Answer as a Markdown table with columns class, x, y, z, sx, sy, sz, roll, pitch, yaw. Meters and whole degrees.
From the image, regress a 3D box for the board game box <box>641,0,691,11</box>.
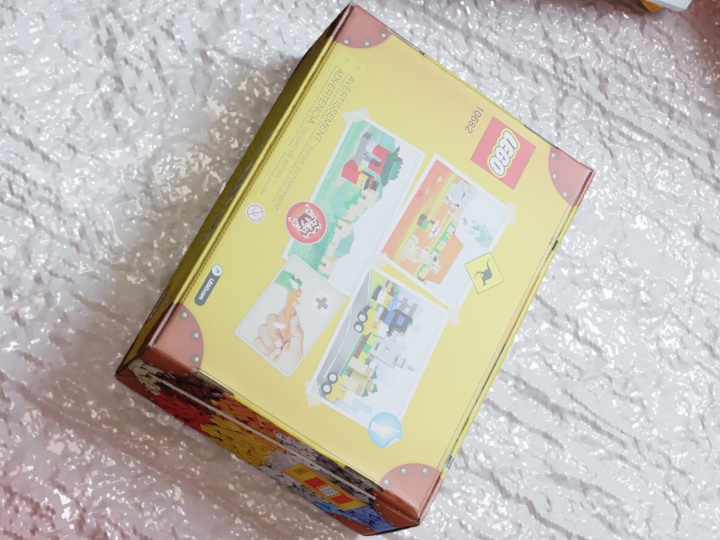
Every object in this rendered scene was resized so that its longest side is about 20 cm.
| class | x | y | z | sx | sy | sz | roll | pitch | yaw |
| --- | --- | --- | --- | --- | --- | --- | --- | --- | --- |
| board game box | 0.099 | -0.251 | 0.847 | 0.199 | 0.026 | 0.202 | 8 | 74 | -40 |

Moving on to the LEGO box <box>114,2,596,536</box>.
| class | x | y | z | sx | sy | sz | roll | pitch | yaw |
| --- | --- | --- | --- | --- | --- | --- | --- | --- | --- |
| LEGO box | 0.000 | 0.000 | 0.759 | 0.148 | 0.077 | 0.201 | 34 | 68 | -11 |
